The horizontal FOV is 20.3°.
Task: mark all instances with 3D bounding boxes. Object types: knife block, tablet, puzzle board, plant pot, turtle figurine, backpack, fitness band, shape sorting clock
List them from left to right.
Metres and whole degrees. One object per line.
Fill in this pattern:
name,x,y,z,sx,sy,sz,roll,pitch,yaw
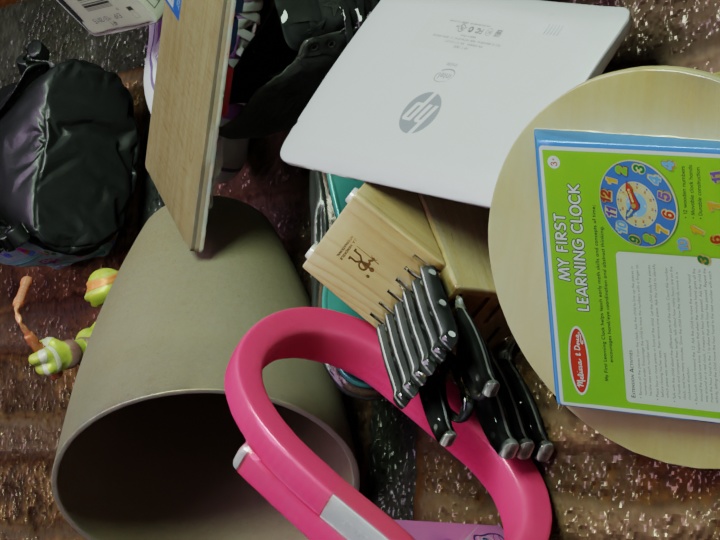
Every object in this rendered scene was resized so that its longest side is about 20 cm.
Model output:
backpack,-0.253,-0.068,1.560,0.200,0.126,0.168,-15,60,55
turtle figurine,-0.149,0.061,1.386,0.064,0.200,0.162,-22,89,26
puzzle board,-0.103,-0.132,1.257,0.151,0.017,0.201,-125,41,-61
plant pot,-0.097,0.055,1.277,0.187,0.186,0.201,-49,32,40
fitness band,0.013,0.100,1.081,0.200,0.143,0.038,41,126,12
tablet,0.047,-0.099,1.095,0.199,0.014,0.130,15,67,51
knife block,0.065,0.010,1.140,0.064,0.175,0.200,-51,0,36
shape sorting clock,0.150,0.000,0.951,0.199,0.039,0.201,12,117,25

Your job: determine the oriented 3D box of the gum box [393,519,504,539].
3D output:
gum box,0.052,0.216,1.055,0.066,0.113,0.200,-61,39,30

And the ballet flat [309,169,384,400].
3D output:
ballet flat,0.000,0.000,1.225,0.069,0.068,0.201,109,162,-57

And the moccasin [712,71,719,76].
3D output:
moccasin,0.138,-0.050,1.010,0.201,0.077,0.074,-16,67,54

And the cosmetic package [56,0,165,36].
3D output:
cosmetic package,-0.143,-0.270,1.374,0.087,0.103,0.201,-2,49,52

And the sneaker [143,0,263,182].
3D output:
sneaker,-0.097,-0.168,1.396,0.114,0.072,0.202,-39,53,42

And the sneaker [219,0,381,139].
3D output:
sneaker,-0.007,-0.150,1.224,0.200,0.104,0.060,-50,46,39
